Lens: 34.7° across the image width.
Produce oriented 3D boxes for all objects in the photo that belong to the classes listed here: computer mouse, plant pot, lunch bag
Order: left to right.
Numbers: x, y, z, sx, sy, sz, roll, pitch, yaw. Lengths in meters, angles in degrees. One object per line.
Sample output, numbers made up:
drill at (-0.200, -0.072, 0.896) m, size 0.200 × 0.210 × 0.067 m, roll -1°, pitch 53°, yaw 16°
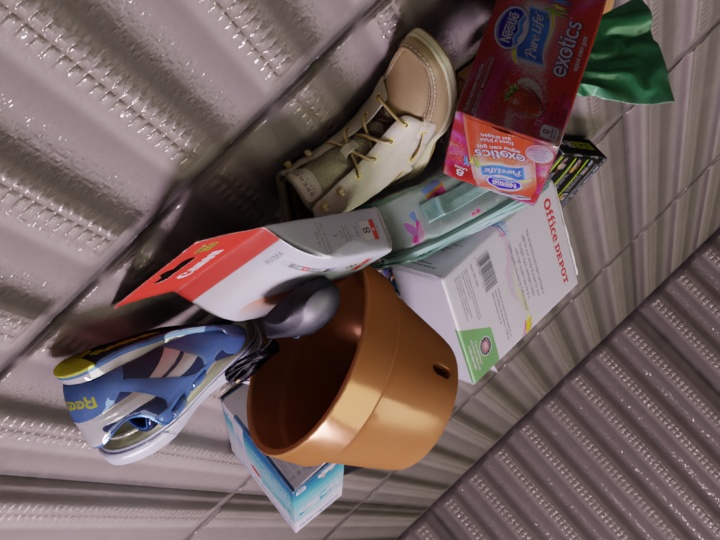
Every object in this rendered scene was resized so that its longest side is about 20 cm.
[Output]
computer mouse at (-0.073, 0.066, 1.061) m, size 0.058 × 0.034 × 0.200 m, roll -21°, pitch 164°, yaw -37°
plant pot at (0.001, 0.102, 1.109) m, size 0.139 × 0.201 × 0.201 m, roll 26°, pitch 117°, yaw -28°
lunch bag at (0.084, -0.068, 1.170) m, size 0.198 × 0.078 × 0.160 m, roll -28°, pitch -170°, yaw -21°

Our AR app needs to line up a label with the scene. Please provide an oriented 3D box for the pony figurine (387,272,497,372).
pony figurine at (0.082, 0.059, 1.429) m, size 0.198 × 0.168 × 0.193 m, roll -29°, pitch 155°, yaw 7°

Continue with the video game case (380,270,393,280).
video game case at (0.000, 0.000, 1.351) m, size 0.143 × 0.018 × 0.201 m, roll -36°, pitch 160°, yaw -23°

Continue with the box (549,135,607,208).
box at (0.233, -0.097, 1.583) m, size 0.201 × 0.048 × 0.192 m, roll -51°, pitch 158°, yaw 23°

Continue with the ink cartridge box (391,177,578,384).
ink cartridge box at (0.143, 0.003, 1.289) m, size 0.199 × 0.083 × 0.146 m, roll -40°, pitch 125°, yaw -29°

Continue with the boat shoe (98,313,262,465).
boat shoe at (-0.187, 0.107, 1.146) m, size 0.200 × 0.072 × 0.062 m, roll -42°, pitch 138°, yaw -14°

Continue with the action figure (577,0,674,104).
action figure at (0.197, -0.199, 1.128) m, size 0.197 × 0.120 × 0.055 m, roll -10°, pitch 158°, yaw -12°

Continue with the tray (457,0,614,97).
tray at (0.180, -0.223, 1.212) m, size 0.199 × 0.037 × 0.099 m, roll -37°, pitch 161°, yaw -16°

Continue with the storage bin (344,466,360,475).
storage bin at (-0.009, 0.204, 1.601) m, size 0.133 × 0.095 × 0.201 m, roll -20°, pitch 155°, yaw -12°

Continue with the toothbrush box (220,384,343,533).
toothbrush box at (-0.095, 0.223, 1.439) m, size 0.085 × 0.147 × 0.201 m, roll -36°, pitch 162°, yaw -16°

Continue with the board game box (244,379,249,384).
board game box at (-0.041, 0.092, 1.267) m, size 0.197 × 0.035 × 0.126 m, roll -11°, pitch 169°, yaw 9°

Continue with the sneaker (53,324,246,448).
sneaker at (-0.184, 0.097, 1.047) m, size 0.198 × 0.084 × 0.073 m, roll -18°, pitch -173°, yaw -43°

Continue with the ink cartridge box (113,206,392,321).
ink cartridge box at (-0.092, 0.006, 1.004) m, size 0.198 × 0.051 × 0.162 m, roll -16°, pitch 170°, yaw -42°

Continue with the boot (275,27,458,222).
boot at (0.002, -0.114, 1.025) m, size 0.154 × 0.072 × 0.201 m, roll -33°, pitch 162°, yaw -24°

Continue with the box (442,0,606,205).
box at (0.149, -0.175, 1.029) m, size 0.100 × 0.094 × 0.202 m, roll 97°, pitch 13°, yaw -63°
